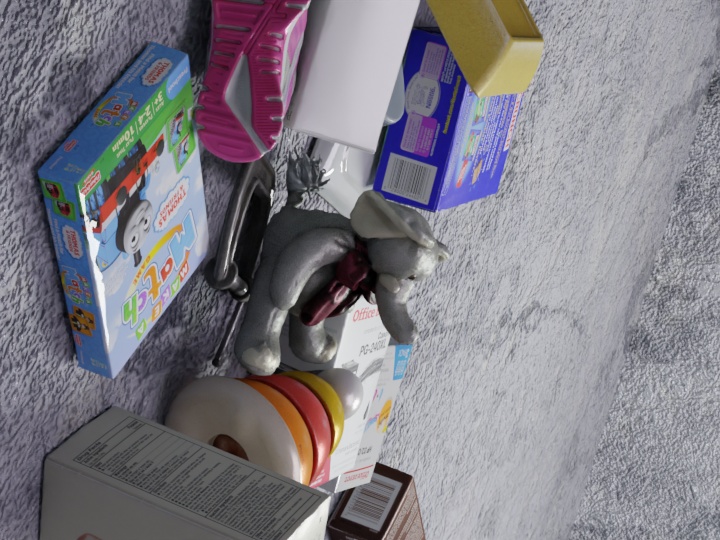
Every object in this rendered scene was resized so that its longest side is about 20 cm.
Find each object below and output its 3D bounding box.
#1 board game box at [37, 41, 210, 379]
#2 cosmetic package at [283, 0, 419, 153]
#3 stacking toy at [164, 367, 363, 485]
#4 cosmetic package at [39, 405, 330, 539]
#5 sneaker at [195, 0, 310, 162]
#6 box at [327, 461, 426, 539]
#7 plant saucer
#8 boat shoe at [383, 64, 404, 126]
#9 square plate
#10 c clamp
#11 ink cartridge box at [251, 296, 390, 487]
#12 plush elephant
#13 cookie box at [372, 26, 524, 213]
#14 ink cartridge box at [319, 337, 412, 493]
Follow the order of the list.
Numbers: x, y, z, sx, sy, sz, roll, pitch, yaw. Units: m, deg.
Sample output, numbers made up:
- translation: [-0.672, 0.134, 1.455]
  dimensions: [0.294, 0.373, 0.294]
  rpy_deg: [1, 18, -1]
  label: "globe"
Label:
- translation: [-0.167, -0.042, 1.276]
  dimensions: [0.201, 0.036, 0.152]
  rpy_deg: [89, 26, -47]
  label: "board game box"
- translation: [-0.014, -0.206, 1.399]
  dimensions: [0.084, 0.107, 0.201]
  rpy_deg: [14, 96, -31]
  label: "cosmetic package"
- translation: [-0.062, 0.138, 1.526]
  dimensions: [0.200, 0.146, 0.147]
  rpy_deg: [-24, 131, -51]
  label: "stacking toy"
- translation: [-0.135, 0.192, 1.338]
  dimensions: [0.103, 0.199, 0.088]
  rpy_deg: [-38, 144, -55]
  label: "cosmetic package"
- translation: [-0.083, -0.177, 1.330]
  dimensions: [0.088, 0.081, 0.201]
  rpy_deg: [132, -28, -83]
  label: "sneaker"
- translation: [0.023, 0.318, 2.087]
  dimensions: [0.100, 0.075, 0.200]
  rpy_deg: [-61, 157, -28]
  label: "box"
- translation: [0.103, -0.259, 1.585]
  dimensions: [0.201, 0.048, 0.200]
  rpy_deg: [63, 20, 2]
  label: "plant saucer"
- translation: [-0.003, -0.219, 1.510]
  dimensions: [0.073, 0.068, 0.201]
  rpy_deg: [7, 77, -60]
  label: "boat shoe"
- translation: [0.017, -0.151, 1.692]
  dimensions: [0.201, 0.028, 0.198]
  rpy_deg: [-69, 160, -7]
  label: "square plate"
- translation: [-0.099, -0.013, 1.461]
  dimensions: [0.200, 0.027, 0.172]
  rpy_deg: [78, 29, -77]
  label: "c clamp"
- translation: [-0.041, 0.098, 1.682]
  dimensions: [0.145, 0.083, 0.201]
  rpy_deg: [-13, 120, -68]
  label: "ink cartridge box"
- translation: [0.000, 0.000, 1.500]
  dimensions: [0.165, 0.154, 0.201]
  rpy_deg: [16, 81, -69]
  label: "plush elephant"
- translation: [0.097, -0.155, 1.748]
  dimensions: [0.200, 0.075, 0.172]
  rpy_deg: [-18, 124, -67]
  label: "cookie box"
- translation: [-0.019, 0.162, 1.827]
  dimensions: [0.115, 0.068, 0.201]
  rpy_deg: [2, 107, -70]
  label: "ink cartridge box"
